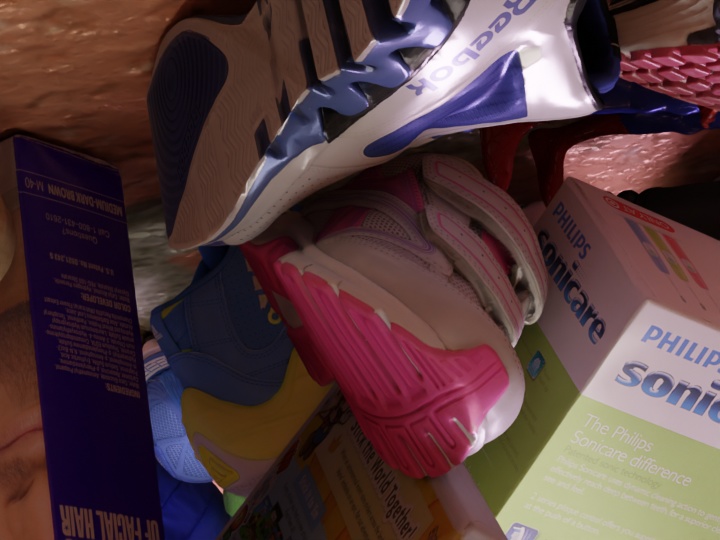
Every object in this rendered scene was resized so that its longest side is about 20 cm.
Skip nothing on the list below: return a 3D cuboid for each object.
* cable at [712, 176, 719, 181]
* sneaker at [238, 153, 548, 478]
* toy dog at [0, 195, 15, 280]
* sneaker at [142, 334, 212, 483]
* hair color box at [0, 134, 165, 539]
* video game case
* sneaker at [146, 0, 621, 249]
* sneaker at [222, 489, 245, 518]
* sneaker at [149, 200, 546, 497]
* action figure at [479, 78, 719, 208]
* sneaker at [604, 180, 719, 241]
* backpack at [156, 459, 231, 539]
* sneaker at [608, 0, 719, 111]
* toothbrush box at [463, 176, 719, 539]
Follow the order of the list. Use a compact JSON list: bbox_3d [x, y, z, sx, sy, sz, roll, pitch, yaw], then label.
[{"bbox_3d":[0.224,-0.011,1.134,0.199,0.069,0.200,-7,162,-6],"label":"cable"},{"bbox_3d":[0.020,0.002,0.884,0.088,0.081,0.200,-30,-160,-6],"label":"sneaker"},{"bbox_3d":[-0.202,0.001,0.877,0.200,0.097,0.132,-18,149,18],"label":"toy dog"},{"bbox_3d":[-0.051,0.063,1.170,0.078,0.089,0.200,-2,160,-20],"label":"sneaker"},{"bbox_3d":[-0.133,0.065,0.952,0.109,0.201,0.065,-22,158,32],"label":"hair color box"},{"bbox_3d":[-0.029,0.127,0.902,0.023,0.182,0.200,36,-173,-15],"label":"video game case"},{"bbox_3d":[0.016,-0.063,0.843,0.115,0.081,0.199,3,156,-29],"label":"sneaker"},{"bbox_3d":[0.025,0.068,1.286,0.199,0.077,0.084,-18,-160,-1],"label":"sneaker"},{"bbox_3d":[0.000,0.000,1.052,0.200,0.105,0.076,-35,-178,-34],"label":"sneaker"},{"bbox_3d":[0.141,-0.068,0.955,0.200,0.052,0.065,-23,153,29],"label":"action figure"},{"bbox_3d":[0.127,0.042,1.063,0.099,0.071,0.200,5,128,12],"label":"sneaker"},{"bbox_3d":[-0.146,0.146,1.261,0.162,0.168,0.200,-20,-167,29],"label":"backpack"},{"bbox_3d":[0.134,-0.094,0.834,0.080,0.075,0.200,15,168,-15],"label":"sneaker"},{"bbox_3d":[0.091,0.088,0.967,0.145,0.086,0.200,21,115,-29],"label":"toothbrush box"}]
